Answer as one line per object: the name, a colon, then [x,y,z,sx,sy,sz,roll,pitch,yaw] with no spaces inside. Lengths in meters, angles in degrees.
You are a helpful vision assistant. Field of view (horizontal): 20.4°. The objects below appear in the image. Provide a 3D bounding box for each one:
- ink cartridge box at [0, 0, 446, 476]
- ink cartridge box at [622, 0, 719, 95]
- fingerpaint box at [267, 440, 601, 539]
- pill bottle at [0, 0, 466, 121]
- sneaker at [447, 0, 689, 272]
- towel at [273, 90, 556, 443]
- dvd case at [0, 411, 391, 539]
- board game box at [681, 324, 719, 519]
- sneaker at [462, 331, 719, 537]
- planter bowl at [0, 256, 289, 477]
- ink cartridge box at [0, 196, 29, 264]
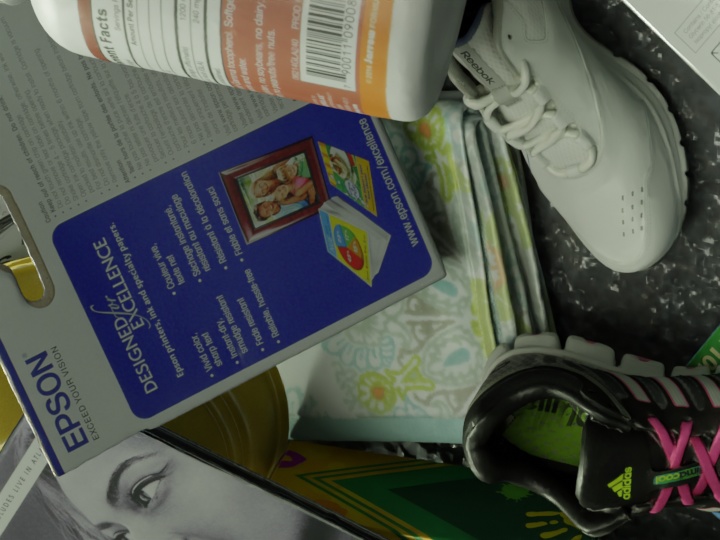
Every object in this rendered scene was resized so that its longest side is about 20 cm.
ink cartridge box: [-0.088,-0.044,0.876,0.199,0.199,0.047,67,167,-12]
ink cartridge box: [0.109,-0.163,0.793,0.200,0.109,0.050,45,128,9]
fingerpaint box: [0.032,0.200,1.010,0.166,0.073,0.201,8,116,12]
pill bottle: [-0.059,-0.131,0.782,0.199,0.112,0.113,13,119,9]
sneaker: [0.072,-0.083,0.870,0.074,0.087,0.201,-26,97,37]
towel: [0.000,0.000,0.985,0.199,0.048,0.172,-2,107,34]
dvd case: [-0.091,0.146,0.943,0.199,0.016,0.149,28,119,-14]
board game box: [0.235,0.086,0.872,0.200,0.037,0.152,41,128,10]
sneaker: [0.130,0.079,0.857,0.199,0.087,0.074,11,116,26]
planter bowl: [-0.135,0.097,0.975,0.199,0.084,0.201,0,122,0]
ink cartridge box: [-0.190,-0.057,0.967,0.084,0.146,0.200,52,161,25]
